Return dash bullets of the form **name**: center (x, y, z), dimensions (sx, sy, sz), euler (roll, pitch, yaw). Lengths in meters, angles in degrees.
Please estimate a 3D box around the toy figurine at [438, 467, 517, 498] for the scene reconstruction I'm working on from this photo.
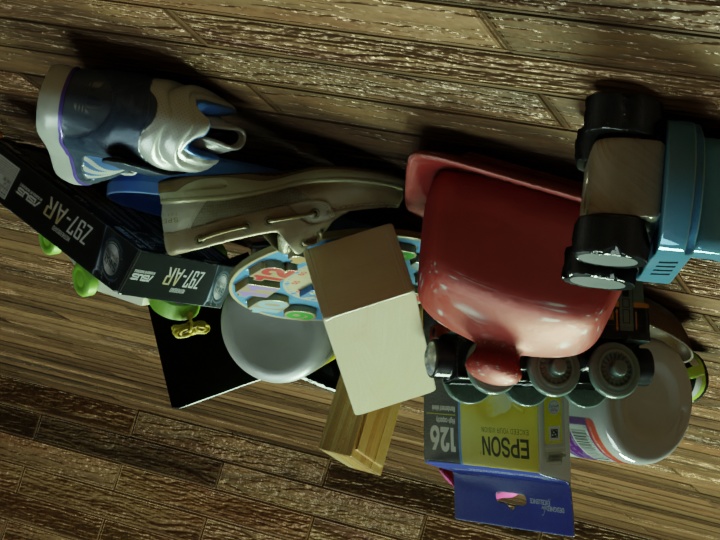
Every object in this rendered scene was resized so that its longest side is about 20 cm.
- **toy figurine**: center (0.134, 0.141, 1.816), dimensions (0.149, 0.186, 0.200), euler (9, 166, 34)

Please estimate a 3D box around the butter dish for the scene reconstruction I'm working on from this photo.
- **butter dish**: center (0.114, 0.012, 1.324), dimensions (0.198, 0.149, 0.200), euler (16, 169, 4)

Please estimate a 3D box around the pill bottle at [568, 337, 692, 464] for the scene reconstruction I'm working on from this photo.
- **pill bottle**: center (0.196, 0.113, 1.624), dimensions (0.111, 0.112, 0.199), euler (24, 167, -32)

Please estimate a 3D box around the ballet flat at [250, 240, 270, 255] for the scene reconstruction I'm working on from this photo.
- **ballet flat**: center (0.000, 0.000, 1.589), dimensions (0.198, 0.047, 0.067), euler (5, -171, -3)

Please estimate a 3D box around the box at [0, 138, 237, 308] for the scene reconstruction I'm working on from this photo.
- **box**: center (-0.222, -0.042, 1.562), dimensions (0.199, 0.044, 0.160), euler (35, -169, 26)

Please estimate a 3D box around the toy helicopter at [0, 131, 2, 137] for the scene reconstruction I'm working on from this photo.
- **toy helicopter**: center (-0.409, -0.121, 1.695), dimensions (0.199, 0.079, 0.132), euler (24, -179, 19)

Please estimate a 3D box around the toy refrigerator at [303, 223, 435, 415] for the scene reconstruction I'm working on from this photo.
- **toy refrigerator**: center (0.009, 0.041, 1.455), dimensions (0.075, 0.070, 0.200), euler (-17, 153, 0)

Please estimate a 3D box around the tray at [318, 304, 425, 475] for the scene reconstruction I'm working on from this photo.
- **tray**: center (0.020, 0.081, 1.652), dimensions (0.037, 0.202, 0.099), euler (11, 168, 20)

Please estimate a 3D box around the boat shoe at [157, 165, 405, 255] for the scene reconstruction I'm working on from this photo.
- **boat shoe**: center (-0.058, -0.045, 1.380), dimensions (0.198, 0.066, 0.072), euler (-4, 180, -22)

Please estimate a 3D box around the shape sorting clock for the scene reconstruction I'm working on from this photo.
- **shape sorting clock**: center (-0.012, 0.008, 1.500), dimensions (0.198, 0.040, 0.200), euler (-2, 157, -1)

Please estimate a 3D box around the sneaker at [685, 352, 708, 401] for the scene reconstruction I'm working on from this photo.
- **sneaker**: center (0.238, 0.117, 1.717), dimensions (0.199, 0.072, 0.083), euler (-23, 170, 25)

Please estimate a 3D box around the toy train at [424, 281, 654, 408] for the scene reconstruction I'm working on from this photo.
- **toy train**: center (0.146, 0.050, 1.451), dimensions (0.198, 0.115, 0.085), euler (3, 167, -16)

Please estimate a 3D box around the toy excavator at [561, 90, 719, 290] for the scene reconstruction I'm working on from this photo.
- **toy excavator**: center (0.229, -0.031, 1.124), dimensions (0.198, 0.101, 0.195), euler (7, 169, 4)

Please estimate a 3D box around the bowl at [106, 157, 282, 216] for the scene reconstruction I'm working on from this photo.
- **bowl**: center (-0.114, -0.063, 1.503), dimensions (0.199, 0.040, 0.201), euler (9, 175, 1)

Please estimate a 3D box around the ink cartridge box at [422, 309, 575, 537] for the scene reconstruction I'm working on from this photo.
- **ink cartridge box**: center (0.119, 0.130, 1.599), dimensions (0.047, 0.202, 0.197), euler (2, 176, -29)

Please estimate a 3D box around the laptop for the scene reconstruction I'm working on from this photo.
- **laptop**: center (-0.102, 0.079, 1.845), dimensions (0.199, 0.103, 0.178), euler (25, -149, -36)

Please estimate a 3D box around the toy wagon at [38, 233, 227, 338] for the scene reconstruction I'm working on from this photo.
- **toy wagon**: center (-0.199, -0.011, 1.661), dimensions (0.154, 0.040, 0.200), euler (-9, -140, -36)

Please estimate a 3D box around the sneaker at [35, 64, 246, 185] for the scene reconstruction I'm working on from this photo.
- **sneaker**: center (-0.158, -0.099, 1.363), dimensions (0.145, 0.081, 0.200), euler (12, 171, 4)

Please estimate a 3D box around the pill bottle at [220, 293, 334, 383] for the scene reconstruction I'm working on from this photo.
- **pill bottle**: center (-0.055, 0.039, 1.708), dimensions (0.108, 0.110, 0.200), euler (14, -170, 13)

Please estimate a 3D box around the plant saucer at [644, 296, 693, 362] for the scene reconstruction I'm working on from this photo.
- **plant saucer**: center (0.207, 0.039, 1.615), dimensions (0.198, 0.032, 0.200), euler (16, 169, 3)
